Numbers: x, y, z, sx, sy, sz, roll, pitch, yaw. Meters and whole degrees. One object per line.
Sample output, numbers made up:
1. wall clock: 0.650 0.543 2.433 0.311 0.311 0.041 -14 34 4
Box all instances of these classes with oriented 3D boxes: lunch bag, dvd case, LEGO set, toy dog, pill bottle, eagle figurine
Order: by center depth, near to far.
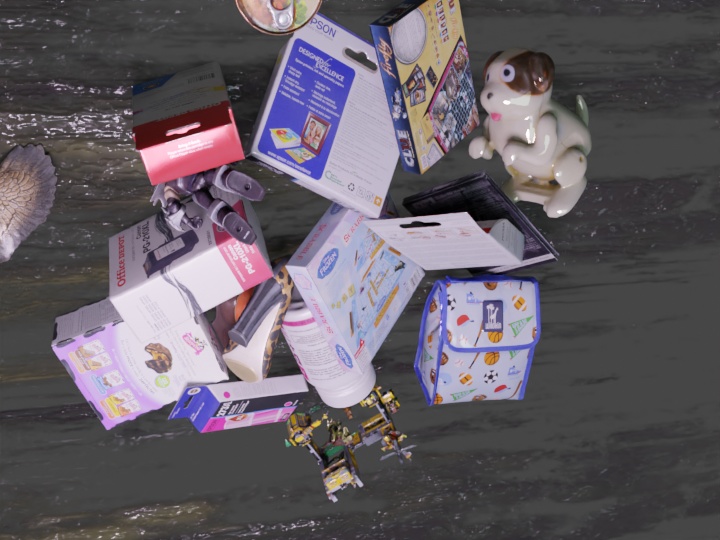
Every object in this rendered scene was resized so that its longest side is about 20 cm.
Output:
1. eagle figurine: -0.481 -0.069 1.054 0.151 0.152 0.200 43 109 -12
2. toy dog: 0.234 -0.201 1.168 0.194 0.139 0.201 -43 124 -8
3. dvd case: 0.175 -0.060 1.261 0.147 0.016 0.199 -16 134 41
4. pill bottle: -0.050 0.100 1.288 0.111 0.114 0.203 -23 125 0
5. lunch bag: 0.182 0.101 1.349 0.166 0.125 0.204 -1 120 -15
6. LEGO set: -0.017 0.277 1.405 0.196 0.117 0.156 -23 125 -1

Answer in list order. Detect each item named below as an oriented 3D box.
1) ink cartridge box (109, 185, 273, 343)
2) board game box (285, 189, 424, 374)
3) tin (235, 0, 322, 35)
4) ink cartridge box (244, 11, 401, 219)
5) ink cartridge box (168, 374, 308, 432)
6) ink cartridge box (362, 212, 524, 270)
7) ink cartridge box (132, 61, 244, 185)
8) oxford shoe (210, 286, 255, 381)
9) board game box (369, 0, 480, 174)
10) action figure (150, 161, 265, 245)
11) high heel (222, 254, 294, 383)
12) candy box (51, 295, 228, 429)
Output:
1. ink cartridge box: -0.226 -0.017 1.143 0.197 0.146 0.085 -26 127 2
2. board game box: 0.000 0.000 1.209 0.201 0.040 0.202 -54 134 -34
3. tin: -0.103 -0.380 1.012 0.109 0.042 0.204 -9 120 -5
4. ink cartridge box: -0.030 -0.199 1.119 0.195 0.047 0.204 24 78 -24
5. ink cartridge box: -0.183 0.202 1.314 0.196 0.038 0.095 0 144 -33
6. ink cartridge box: 0.116 -0.055 1.187 0.157 0.048 0.199 -3 160 31
7. ink cartridge box: -0.203 -0.169 1.021 0.113 0.201 0.068 -17 124 -4
8. oxford shoe: -0.179 0.091 1.287 0.071 0.071 0.203 21 134 18
9. board game box: 0.087 -0.247 1.117 0.135 0.034 0.203 -40 131 -31
10. action figure: -0.191 -0.103 1.074 0.069 0.199 0.132 21 98 -41
11. high heel: -0.128 0.072 1.202 0.070 0.144 0.201 27 153 8
12. candy box: -0.310 0.113 1.247 0.196 0.072 0.170 -21 125 -1
